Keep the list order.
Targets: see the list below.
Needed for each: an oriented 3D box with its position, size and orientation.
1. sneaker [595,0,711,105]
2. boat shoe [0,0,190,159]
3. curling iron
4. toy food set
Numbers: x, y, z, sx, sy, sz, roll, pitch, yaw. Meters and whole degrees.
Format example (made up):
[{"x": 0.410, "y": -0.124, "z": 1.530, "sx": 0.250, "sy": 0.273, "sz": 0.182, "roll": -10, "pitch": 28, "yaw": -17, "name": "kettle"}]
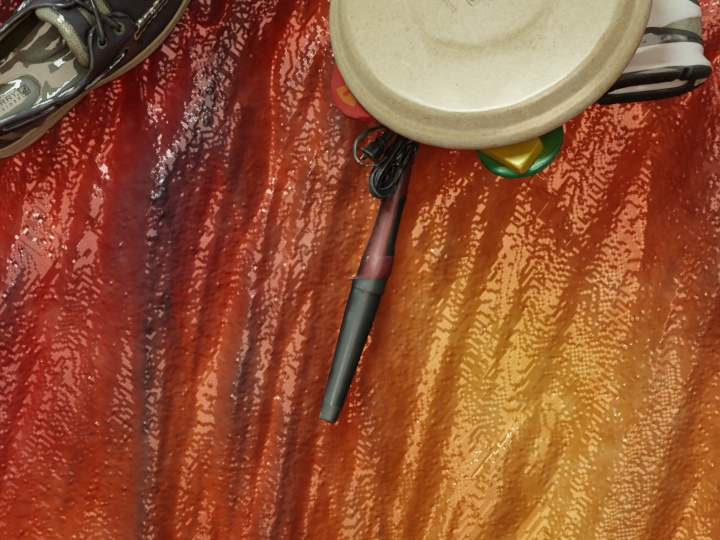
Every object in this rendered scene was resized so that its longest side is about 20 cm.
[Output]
[{"x": 0.112, "y": -0.161, "z": 0.879, "sx": 0.198, "sy": 0.076, "sz": 0.117, "roll": -5, "pitch": 80, "yaw": 3, "name": "sneaker"}, {"x": -0.173, "y": -0.143, "z": 0.854, "sx": 0.200, "sy": 0.065, "sz": 0.072, "roll": -40, "pitch": 97, "yaw": 2, "name": "boat shoe"}, {"x": 0.000, "y": 0.000, "z": 0.902, "sx": 0.049, "sy": 0.025, "sz": 0.202, "roll": 4, "pitch": 104, "yaw": -41, "name": "curling iron"}, {"x": 0.071, "y": -0.156, "z": 0.822, "sx": 0.199, "sy": 0.049, "sz": 0.199, "roll": 35, "pitch": 83, "yaw": 25, "name": "toy food set"}]
